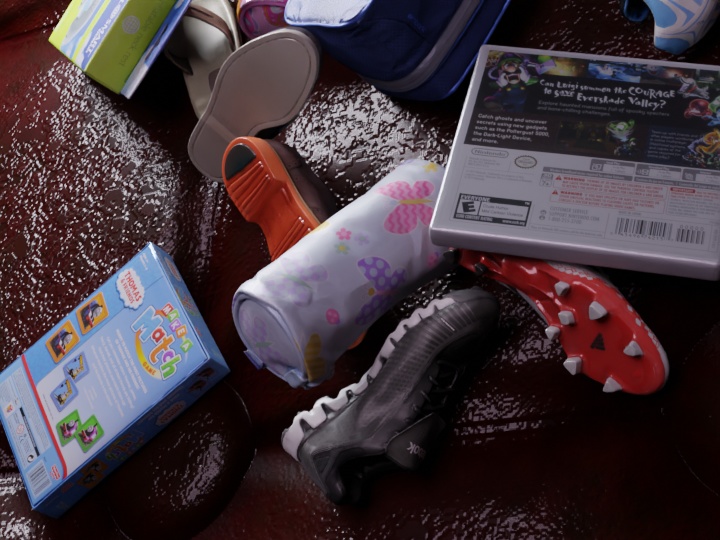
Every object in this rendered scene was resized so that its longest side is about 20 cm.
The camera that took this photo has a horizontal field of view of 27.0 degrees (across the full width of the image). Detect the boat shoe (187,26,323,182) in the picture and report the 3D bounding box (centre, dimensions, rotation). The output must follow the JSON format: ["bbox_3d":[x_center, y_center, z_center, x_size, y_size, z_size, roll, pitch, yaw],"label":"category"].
[{"bbox_3d":[-0.082,-0.149,1.264,0.063,0.073,0.200,-48,2,-41],"label":"boat shoe"}]

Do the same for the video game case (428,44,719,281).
[{"bbox_3d":[0.165,-0.081,1.061,0.200,0.023,0.182,7,55,15],"label":"video game case"}]

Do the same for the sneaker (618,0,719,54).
[{"bbox_3d":[0.211,-0.241,1.160,0.073,0.072,0.200,-53,39,26],"label":"sneaker"}]

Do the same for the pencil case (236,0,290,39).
[{"bbox_3d":[-0.057,-0.301,1.369,0.087,0.087,0.200,-6,61,32],"label":"pencil case"}]

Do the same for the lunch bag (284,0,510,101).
[{"bbox_3d":[0.053,-0.243,1.229,0.136,0.132,0.200,22,79,56],"label":"lunch bag"}]

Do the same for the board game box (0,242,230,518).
[{"bbox_3d":[-0.220,0.092,1.288,0.200,0.037,0.151,-41,49,10],"label":"board game box"}]

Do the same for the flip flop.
[{"bbox_3d":[-0.154,-0.211,1.399,0.081,0.058,0.200,-34,50,14],"label":"flip flop"}]

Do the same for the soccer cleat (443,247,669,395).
[{"bbox_3d":[0.148,0.010,1.062,0.200,0.085,0.069,39,131,26],"label":"soccer cleat"}]

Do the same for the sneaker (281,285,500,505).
[{"bbox_3d":[0.035,0.099,1.092,0.200,0.066,0.091,-42,52,13],"label":"sneaker"}]

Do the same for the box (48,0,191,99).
[{"bbox_3d":[-0.231,-0.241,1.430,0.122,0.048,0.200,-58,28,3],"label":"box"}]

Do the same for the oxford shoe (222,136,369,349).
[{"bbox_3d":[-0.035,-0.028,1.208,0.071,0.072,0.200,-44,65,38],"label":"oxford shoe"}]

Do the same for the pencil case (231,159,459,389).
[{"bbox_3d":[0.000,0.000,1.108,0.091,0.083,0.200,45,63,11],"label":"pencil case"}]
